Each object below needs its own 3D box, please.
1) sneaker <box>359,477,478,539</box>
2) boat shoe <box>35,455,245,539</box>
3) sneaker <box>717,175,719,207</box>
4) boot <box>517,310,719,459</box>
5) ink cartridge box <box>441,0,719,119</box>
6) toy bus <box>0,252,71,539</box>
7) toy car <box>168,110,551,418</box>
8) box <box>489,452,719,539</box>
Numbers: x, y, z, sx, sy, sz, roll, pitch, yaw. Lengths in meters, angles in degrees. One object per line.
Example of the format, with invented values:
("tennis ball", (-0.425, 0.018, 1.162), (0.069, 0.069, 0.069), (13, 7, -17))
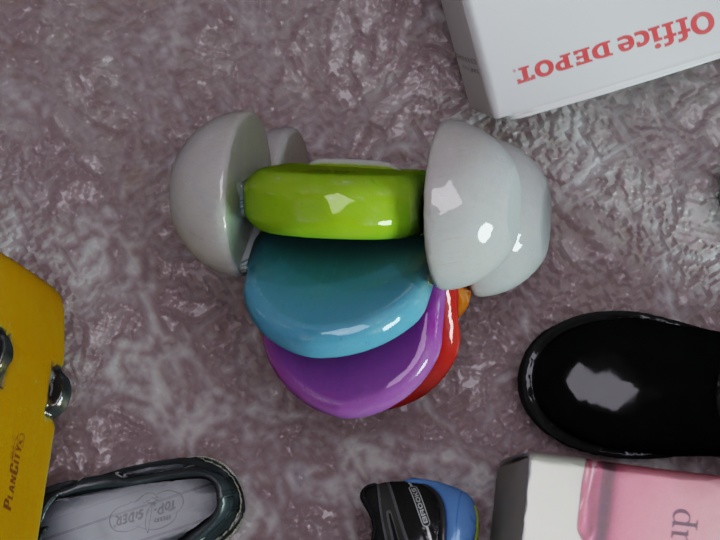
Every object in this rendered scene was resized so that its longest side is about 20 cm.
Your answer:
("sneaker", (0.005, 0.206, 1.405), (0.082, 0.071, 0.201), (14, 80, 11))
("boat shoe", (-0.154, 0.147, 1.393), (0.198, 0.066, 0.075), (-14, 85, -7))
("sneaker", (0.276, -0.087, 1.456), (0.200, 0.079, 0.074), (-39, 89, -7))
("boot", (0.195, 0.058, 1.389), (0.210, 0.158, 0.080), (6, 82, -4))
("ink cartridge box", (0.106, -0.197, 1.428), (0.145, 0.084, 0.201), (-17, 101, -7))
("toy bus", (-0.202, 0.091, 1.362), (0.078, 0.065, 0.201), (-6, 64, 28))
("toy car", (0.000, 0.000, 1.365), (0.174, 0.200, 0.151), (4, 88, 14))
("box", (0.169, 0.171, 1.397), (0.199, 0.109, 0.129), (7, 82, -4))
